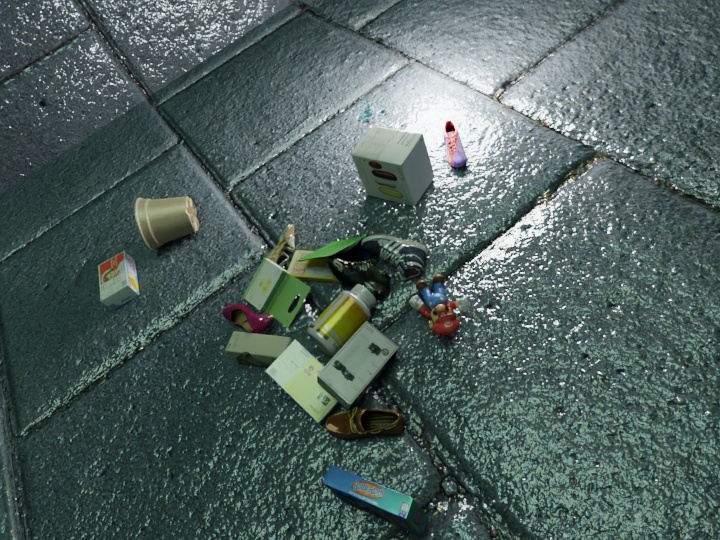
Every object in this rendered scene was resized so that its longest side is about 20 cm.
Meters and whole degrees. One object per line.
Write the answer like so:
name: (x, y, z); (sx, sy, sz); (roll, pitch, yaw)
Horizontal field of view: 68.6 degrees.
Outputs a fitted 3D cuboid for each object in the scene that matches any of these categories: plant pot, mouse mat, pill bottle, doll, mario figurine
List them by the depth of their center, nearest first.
mario figurine: (0.209, 0.085, 1.408); (0.124, 0.105, 0.201); (-50, 33, 26)
pill bottle: (-0.047, 0.135, 1.475); (0.109, 0.110, 0.200); (31, 70, 37)
doll: (-0.009, -0.033, 1.617); (0.136, 0.049, 0.200); (37, 66, 27)
mouse mat: (-0.087, -0.068, 1.626); (0.160, 0.008, 0.199); (-31, 16, -35)
plant pot: (-0.713, -0.191, 1.974); (0.182, 0.201, 0.202); (-13, 49, -3)

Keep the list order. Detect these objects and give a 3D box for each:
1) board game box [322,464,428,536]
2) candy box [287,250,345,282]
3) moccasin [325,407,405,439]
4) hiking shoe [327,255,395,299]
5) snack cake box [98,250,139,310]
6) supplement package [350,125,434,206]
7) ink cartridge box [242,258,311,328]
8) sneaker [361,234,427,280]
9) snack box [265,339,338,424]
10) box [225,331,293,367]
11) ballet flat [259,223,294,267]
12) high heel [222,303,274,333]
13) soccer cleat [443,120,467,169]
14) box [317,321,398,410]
board game box: (0.034, 0.493, 1.129); (0.198, 0.153, 0.045); (11, 58, 29)
candy box: (-0.136, -0.014, 1.684); (0.198, 0.026, 0.103); (4, 60, 25)
moccasin: (0.007, 0.371, 1.286); (0.199, 0.078, 0.074); (-2, 53, 21)
hiking shoe: (0.000, 0.000, 1.549); (0.199, 0.076, 0.101); (31, 67, 0)
snack cake box: (-0.886, 0.035, 1.930); (0.114, 0.067, 0.201); (-30, 48, 0)
supplement package: (0.109, -0.343, 1.735); (0.199, 0.192, 0.148); (19, 63, 34)
ink cartridge box: (-0.262, 0.067, 1.631); (0.199, 0.048, 0.146); (30, 89, 39)
sneaker: (0.095, -0.038, 1.554); (0.198, 0.070, 0.109); (9, 57, 2)
snack box: (-0.140, 0.292, 1.390); (0.200, 0.037, 0.116); (40, 74, 16)
box: (-0.281, 0.231, 1.516); (0.198, 0.082, 0.069); (2, 54, 25)
ballet flat: (-0.259, -0.066, 1.765); (0.065, 0.071, 0.201); (27, 67, 6)
high heel: (-0.364, 0.147, 1.596); (0.198, 0.068, 0.096); (2, 16, 30)
soccer cleat: (0.316, -0.427, 1.794); (0.068, 0.073, 0.201); (-14, 49, 12)
box: (-0.007, 0.245, 1.364); (0.116, 0.060, 0.200); (37, 64, 14)
